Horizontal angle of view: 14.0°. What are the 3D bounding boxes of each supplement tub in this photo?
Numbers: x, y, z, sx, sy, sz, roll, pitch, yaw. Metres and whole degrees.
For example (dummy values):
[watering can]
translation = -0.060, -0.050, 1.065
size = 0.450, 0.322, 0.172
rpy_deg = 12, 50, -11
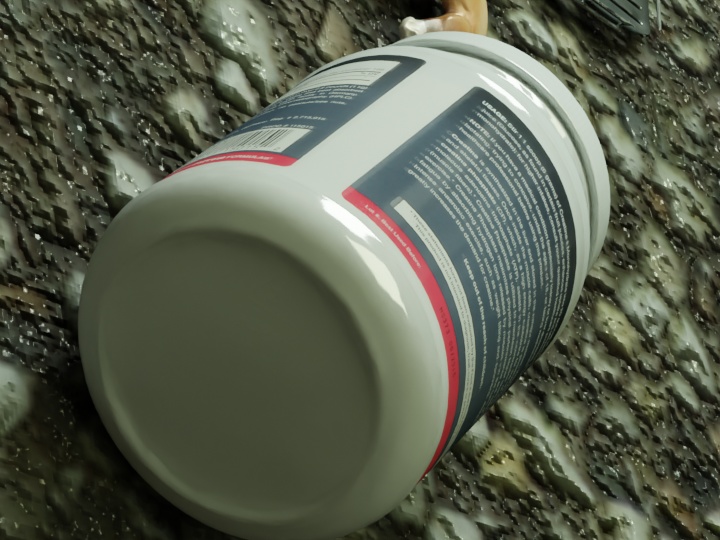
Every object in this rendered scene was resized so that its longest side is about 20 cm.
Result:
[supplement tub]
translation = 0.000, 0.000, 1.073
size = 0.141, 0.140, 0.200
rpy_deg = 56, 34, -4

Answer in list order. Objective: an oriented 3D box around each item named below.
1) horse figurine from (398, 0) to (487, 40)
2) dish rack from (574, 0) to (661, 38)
[horse figurine]
translation = 0.016, -0.194, 1.328
size = 0.132, 0.050, 0.200
rpy_deg = 32, 42, -33
[dish rack]
translation = 0.110, -0.219, 1.464
size = 0.153, 0.055, 0.200
rpy_deg = 32, 42, -33
